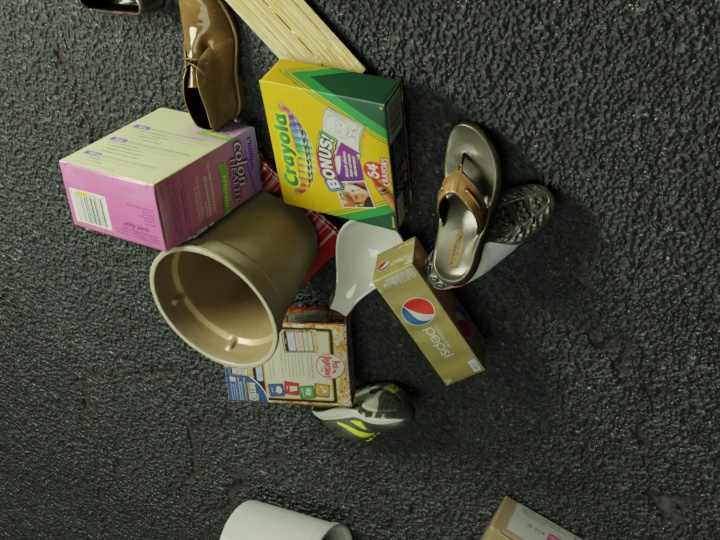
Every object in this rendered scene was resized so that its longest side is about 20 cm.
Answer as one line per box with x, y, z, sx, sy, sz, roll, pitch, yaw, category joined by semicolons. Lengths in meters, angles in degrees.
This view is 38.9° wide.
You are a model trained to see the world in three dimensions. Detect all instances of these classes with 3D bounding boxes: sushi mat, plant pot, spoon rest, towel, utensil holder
-0.083;-0.296;1.264;0.200;0.012;0.095;46;135;-9;sushi mat
-0.155;-0.003;1.396;0.198;0.184;0.202;18;135;19;plant pot
0.000;0.000;1.418;0.098;0.061;0.201;25;138;-1;spoon rest
-0.120;-0.076;1.463;0.200;0.023;0.145;43;136;-4;towel
-0.138;0.524;1.868;0.198;0.170;0.172;9;130;30;utensil holder

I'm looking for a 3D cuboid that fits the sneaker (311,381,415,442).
0.015;0.227;1.601;0.198;0.075;0.085;-2;131;44;sneaker

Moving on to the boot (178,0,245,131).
-0.200;-0.275;1.314;0.073;0.076;0.202;10;129;28;boot

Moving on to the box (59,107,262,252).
-0.263;-0.127;1.365;0.174;0.200;0.098;15;126;31;box

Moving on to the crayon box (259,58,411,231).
-0.028;-0.158;1.296;0.171;0.059;0.202;14;138;21;crayon box

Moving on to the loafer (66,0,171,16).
-0.342;-0.371;1.332;0.198;0.063;0.073;14;132;23;loafer

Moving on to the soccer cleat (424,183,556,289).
0.170;-0.043;1.284;0.199;0.073;0.069;-38;70;29;soccer cleat

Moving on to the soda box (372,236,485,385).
0.095;0.056;1.374;0.063;0.068;0.201;-24;118;22;soda box

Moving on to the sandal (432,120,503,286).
0.119;-0.078;1.236;0.081;0.054;0.203;21;107;31;sandal

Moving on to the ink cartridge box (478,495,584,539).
0.280;0.473;1.621;0.198;0.075;0.166;29;134;10;ink cartridge box

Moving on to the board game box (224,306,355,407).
-0.110;0.131;1.555;0.197;0.046;0.153;2;120;9;board game box
